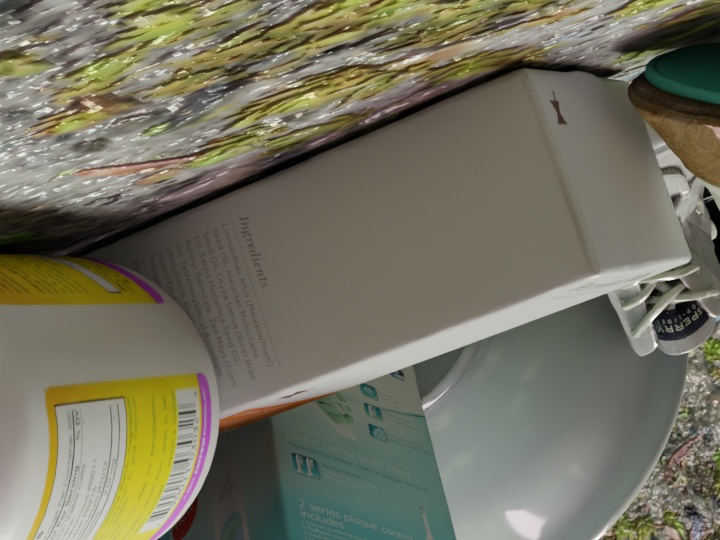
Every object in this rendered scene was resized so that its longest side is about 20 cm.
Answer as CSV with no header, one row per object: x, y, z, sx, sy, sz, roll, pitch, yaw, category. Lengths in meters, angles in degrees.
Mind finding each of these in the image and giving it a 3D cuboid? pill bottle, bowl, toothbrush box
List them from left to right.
-0.121,0.046,0.578,0.104,0.104,0.200,-20,173,16,pill bottle
-0.035,0.130,0.802,0.085,0.200,0.146,22,121,-23,toothbrush box
0.053,0.049,0.966,0.201,0.201,0.090,-23,134,38,bowl

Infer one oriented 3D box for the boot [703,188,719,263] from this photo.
0.198,-0.006,1.241,0.198,0.073,0.162,-27,175,10,boot

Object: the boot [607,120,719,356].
0.127,-0.013,0.838,0.073,0.096,0.200,-20,174,15,boot

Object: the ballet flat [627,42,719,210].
0.164,-0.048,0.709,0.200,0.072,0.068,-18,-141,-43,ballet flat

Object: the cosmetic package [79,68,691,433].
0.000,0.000,0.691,0.200,0.071,0.101,-22,173,26,cosmetic package
